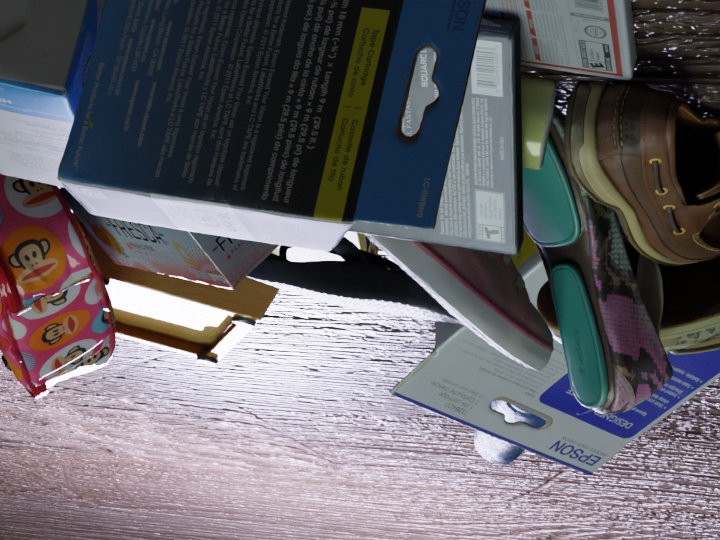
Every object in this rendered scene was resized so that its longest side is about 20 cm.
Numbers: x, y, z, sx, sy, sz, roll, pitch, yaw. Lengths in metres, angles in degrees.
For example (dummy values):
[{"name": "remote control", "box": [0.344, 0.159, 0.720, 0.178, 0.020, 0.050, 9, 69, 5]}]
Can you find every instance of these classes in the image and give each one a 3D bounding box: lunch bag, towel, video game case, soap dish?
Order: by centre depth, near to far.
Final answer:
[{"name": "video game case", "box": [0.043, -0.147, 1.358, 0.199, 0.018, 0.143, 9, 163, 11]}, {"name": "video game case", "box": [-0.010, -0.082, 1.415, 0.199, 0.019, 0.143, 9, 129, 16]}, {"name": "lunch bag", "box": [-0.235, -0.026, 1.742, 0.082, 0.177, 0.200, -25, 155, -12]}, {"name": "towel", "box": [0.121, 0.068, 1.844, 0.048, 0.112, 0.200, 13, 163, -2]}, {"name": "soap dish", "box": [-0.139, 0.001, 1.876, 0.157, 0.082, 0.200, 16, 164, -10]}]

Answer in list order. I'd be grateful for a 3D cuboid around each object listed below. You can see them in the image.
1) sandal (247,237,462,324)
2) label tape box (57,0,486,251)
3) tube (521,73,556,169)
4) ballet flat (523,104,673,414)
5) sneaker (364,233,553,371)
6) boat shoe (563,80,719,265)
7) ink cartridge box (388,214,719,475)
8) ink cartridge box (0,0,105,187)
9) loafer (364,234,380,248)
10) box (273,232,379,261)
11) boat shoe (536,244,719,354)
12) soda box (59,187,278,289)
[{"name": "sandal", "box": [0.001, 0.000, 1.636, 0.076, 0.043, 0.200, 19, 173, -43]}, {"name": "label tape box", "box": [-0.038, -0.088, 1.323, 0.199, 0.145, 0.063, 9, 163, 15]}, {"name": "tube", "box": [0.007, -0.096, 1.438, 0.199, 0.058, 0.052, 12, -174, 5]}, {"name": "ballet flat", "box": [0.135, -0.018, 1.516, 0.071, 0.201, 0.069, -21, -172, -28]}, {"name": "sneaker", "box": [0.060, -0.036, 1.506, 0.200, 0.105, 0.075, 43, 177, -13]}, {"name": "boat shoe", "box": [0.182, -0.051, 1.473, 0.067, 0.072, 0.200, -1, 162, 28]}, {"name": "ink cartridge box", "box": [0.149, 0.038, 1.686, 0.197, 0.047, 0.200, 24, 130, -38]}, {"name": "ink cartridge box", "box": [-0.164, -0.117, 1.435, 0.067, 0.117, 0.200, 12, 163, 6]}, {"name": "loafer", "box": [0.041, -0.045, 1.625, 0.072, 0.063, 0.200, -30, 145, 14]}, {"name": "box", "box": [-0.029, -0.044, 1.696, 0.075, 0.050, 0.200, 11, 164, 6]}, {"name": "boat shoe", "box": [0.205, 0.025, 1.594, 0.199, 0.074, 0.063, -7, 137, -7]}, {"name": "soda box", "box": [-0.117, -0.041, 1.638, 0.068, 0.064, 0.200, 53, 162, -21]}]
